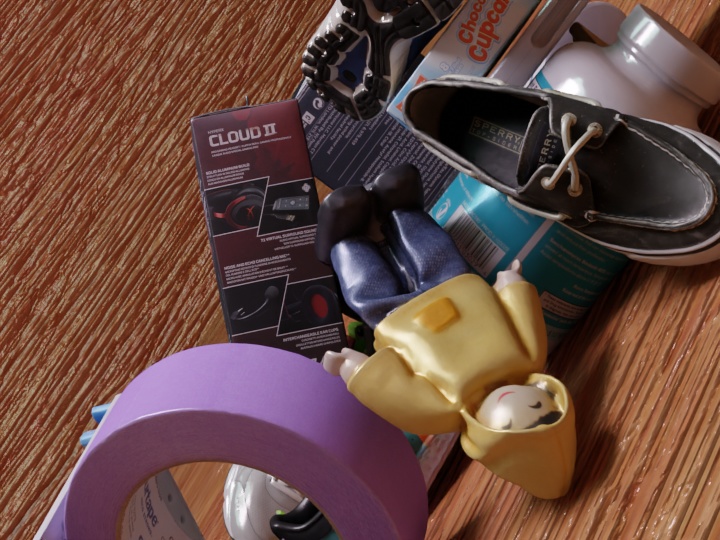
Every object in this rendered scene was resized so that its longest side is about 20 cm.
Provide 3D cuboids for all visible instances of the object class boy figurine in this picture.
[{"bbox_3d":[0.043,0.037,0.754,0.123,0.201,0.065,-19,-39,-17],"label":"boy figurine"}]

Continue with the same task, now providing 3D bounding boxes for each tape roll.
[{"bbox_3d":[-0.063,0.143,0.822,0.200,0.199,0.066,-49,10,32],"label":"tape roll"}]

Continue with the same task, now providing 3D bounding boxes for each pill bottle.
[{"bbox_3d":[0.124,-0.053,0.842,0.201,0.110,0.111,-51,9,19],"label":"pill bottle"}]

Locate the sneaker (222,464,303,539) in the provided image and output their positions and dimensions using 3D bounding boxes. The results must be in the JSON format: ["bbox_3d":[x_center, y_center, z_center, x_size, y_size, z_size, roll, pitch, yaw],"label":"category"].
[{"bbox_3d":[-0.040,0.138,1.164,0.092,0.075,0.201,-36,22,53],"label":"sneaker"}]

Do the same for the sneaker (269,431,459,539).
[{"bbox_3d":[0.012,0.098,0.908,0.202,0.079,0.071,-63,9,1],"label":"sneaker"}]

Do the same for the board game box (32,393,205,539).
[{"bbox_3d":[-0.144,0.213,0.888,0.026,0.202,0.201,-13,27,20],"label":"board game box"}]

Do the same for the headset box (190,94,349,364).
[{"bbox_3d":[-0.062,-0.013,0.967,0.074,0.203,0.149,-11,-10,-6],"label":"headset box"}]

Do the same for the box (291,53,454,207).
[{"bbox_3d":[0.039,-0.112,1.239,0.107,0.199,0.149,-52,8,20],"label":"box"}]

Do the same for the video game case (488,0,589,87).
[{"bbox_3d":[0.131,-0.171,0.916,0.182,0.023,0.200,-52,0,6],"label":"video game case"}]

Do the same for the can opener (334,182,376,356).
[{"bbox_3d":[0.000,0.000,0.936,0.054,0.066,0.200,-61,-15,-18],"label":"can opener"}]

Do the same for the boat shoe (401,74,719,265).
[{"bbox_3d":[0.106,-0.054,0.746,0.063,0.199,0.072,11,-82,-53],"label":"boat shoe"}]

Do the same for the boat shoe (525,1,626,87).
[{"bbox_3d":[0.144,-0.119,1.114,0.201,0.073,0.065,-57,13,-22],"label":"boat shoe"}]

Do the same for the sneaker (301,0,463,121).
[{"bbox_3d":[0.027,-0.176,0.855,0.090,0.078,0.200,-57,4,-33],"label":"sneaker"}]

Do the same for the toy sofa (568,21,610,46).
[{"bbox_3d":[0.130,-0.050,0.960,0.201,0.097,0.083,-51,32,18],"label":"toy sofa"}]

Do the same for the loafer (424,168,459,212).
[{"bbox_3d":[0.059,-0.023,1.075,0.071,0.067,0.202,65,147,33],"label":"loafer"}]

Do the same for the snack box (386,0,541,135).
[{"bbox_3d":[0.067,-0.136,0.932,0.117,0.037,0.200,-53,1,6],"label":"snack box"}]

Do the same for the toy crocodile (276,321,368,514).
[{"bbox_3d":[-0.008,0.102,1.057,0.068,0.061,0.203,-139,66,-81],"label":"toy crocodile"}]
